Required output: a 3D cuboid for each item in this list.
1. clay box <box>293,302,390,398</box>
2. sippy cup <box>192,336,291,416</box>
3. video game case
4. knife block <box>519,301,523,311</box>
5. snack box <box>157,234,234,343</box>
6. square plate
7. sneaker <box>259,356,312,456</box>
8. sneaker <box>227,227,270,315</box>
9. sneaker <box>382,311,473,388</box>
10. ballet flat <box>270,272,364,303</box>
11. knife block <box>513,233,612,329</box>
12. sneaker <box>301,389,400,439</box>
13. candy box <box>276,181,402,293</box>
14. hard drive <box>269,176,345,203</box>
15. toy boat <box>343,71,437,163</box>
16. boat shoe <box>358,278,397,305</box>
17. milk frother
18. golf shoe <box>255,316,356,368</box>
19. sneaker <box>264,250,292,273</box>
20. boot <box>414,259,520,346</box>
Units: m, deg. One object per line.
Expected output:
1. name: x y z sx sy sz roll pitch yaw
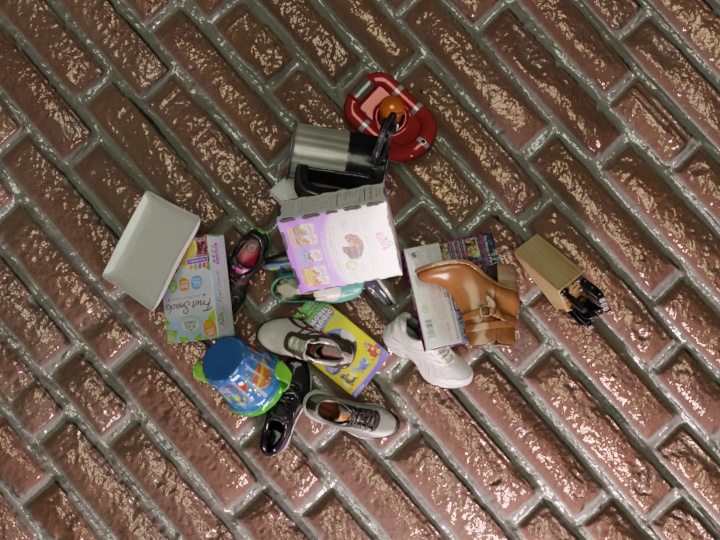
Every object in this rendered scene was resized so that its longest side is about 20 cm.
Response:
1. clay box: -0.052 0.148 1.582 0.200 0.048 0.115 38 88 2
2. sippy cup: -0.231 0.194 1.513 0.178 0.130 0.140 -34 51 5
3. video game case: 0.187 0.040 1.509 0.181 0.036 0.201 -12 80 -6
4. knife block: 0.222 0.041 1.572 0.175 0.064 0.201 -22 86 -2
5. snack box: -0.325 0.037 1.556 0.142 0.053 0.201 -9 87 34
6. square plate: -0.409 -0.041 1.560 0.198 0.028 0.201 26 88 39
7. sneaker: -0.145 0.269 1.554 0.075 0.088 0.201 15 86 1
8. sneaker: -0.247 0.004 1.572 0.077 0.084 0.201 23 89 3
9. sneaker: 0.140 0.155 1.546 0.200 0.099 0.078 32 52 1
10. ballet flat: -0.090 0.038 1.540 0.199 0.070 0.068 -2 106 28
11. knife block: 0.393 0.018 1.524 0.064 0.176 0.200 -36 87 -3
12. sneaker: -0.015 0.289 1.550 0.199 0.079 0.074 16 86 -13
13. candy box: -0.035 -0.058 1.450 0.199 0.072 0.168 -10 125 6
14. hard drive: -0.064 -0.172 1.578 0.132 0.027 0.200 45 70 8
15. toy boat: 0.062 -0.308 1.568 0.200 0.131 0.131 43 88 3
16. boat shoe: 0.000 0.000 1.565 0.062 0.075 0.200 -35 115 12
17. milk frother: -0.036 -0.230 1.471 0.187 0.181 0.201 8 126 -7
18. golf shoe: -0.107 0.137 1.518 0.199 0.088 0.078 13 90 5
19. sneaker: -0.108 -0.061 1.589 0.199 0.071 0.083 -34 82 -8
20. boot: 0.197 0.063 1.455 0.199 0.077 0.156 5 78 -15
